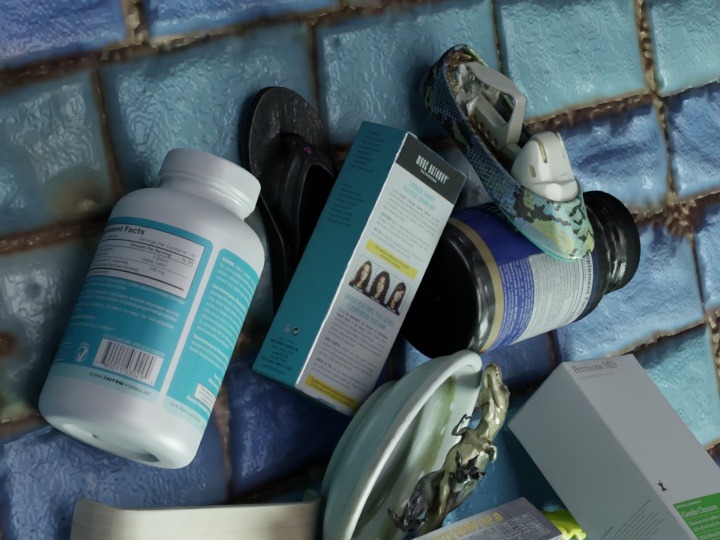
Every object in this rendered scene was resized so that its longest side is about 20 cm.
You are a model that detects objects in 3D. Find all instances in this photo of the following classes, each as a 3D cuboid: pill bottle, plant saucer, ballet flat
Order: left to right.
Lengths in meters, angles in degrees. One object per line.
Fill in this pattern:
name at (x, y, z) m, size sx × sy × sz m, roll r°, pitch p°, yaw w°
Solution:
pill bottle at (-0.132, 0.023, 1.220) m, size 0.111 × 0.110 × 0.201 m, roll 32°, pitch 70°, yaw -35°
plant saucer at (0.020, 0.138, 1.344) m, size 0.200 × 0.050 × 0.201 m, roll -51°, pitch 161°, yaw -26°
ballet flat at (0.116, -0.096, 1.386) m, size 0.074 × 0.074 × 0.200 m, roll -22°, pitch 62°, yaw -38°
pill bottle at (0.125, -0.003, 1.435) m, size 0.199 × 0.112 × 0.113 m, roll -17°, pitch 100°, yaw -39°

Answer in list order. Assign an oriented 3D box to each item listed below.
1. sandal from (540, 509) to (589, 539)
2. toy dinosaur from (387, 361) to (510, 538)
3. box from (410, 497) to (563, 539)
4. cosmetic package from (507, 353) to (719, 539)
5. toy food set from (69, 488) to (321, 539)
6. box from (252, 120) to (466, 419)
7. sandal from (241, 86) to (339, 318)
sandal at (0.181, 0.241, 1.503) m, size 0.199 × 0.079 × 0.088 m, roll 5°, pitch 90°, yaw -38°
toy dinosaur at (0.060, 0.163, 1.345) m, size 0.201 × 0.047 × 0.088 m, roll -58°, pitch 170°, yaw 2°
box at (0.047, 0.264, 1.345) m, size 0.199 × 0.048 × 0.159 m, roll -14°, pitch 133°, yaw -44°
cosmetic package at (0.222, 0.170, 1.457) m, size 0.107 × 0.085 × 0.200 m, roll -5°, pitch 52°, yaw -48°
toy food set at (-0.118, 0.226, 1.272) m, size 0.199 × 0.060 × 0.145 m, roll 3°, pitch 99°, yaw -39°
box at (0.000, 0.000, 1.326) m, size 0.082 × 0.049 × 0.201 m, roll 32°, pitch 79°, yaw -48°
sandal at (-0.036, -0.038, 1.341) m, size 0.075 × 0.048 × 0.202 m, roll -17°, pitch 101°, yaw -38°
